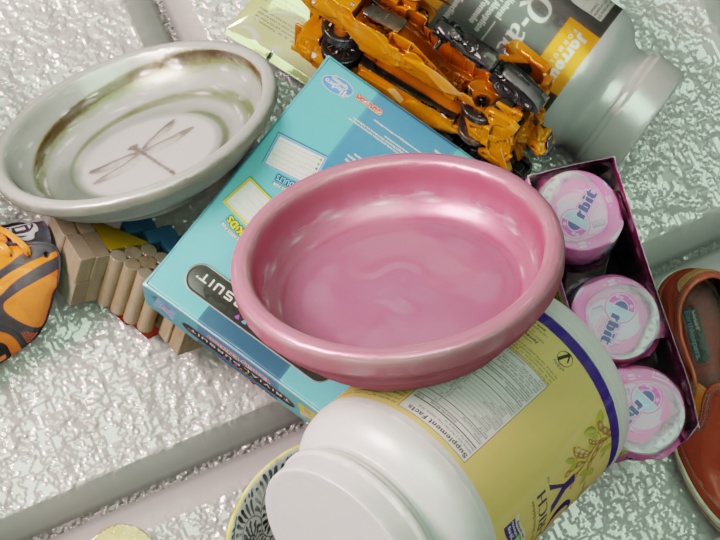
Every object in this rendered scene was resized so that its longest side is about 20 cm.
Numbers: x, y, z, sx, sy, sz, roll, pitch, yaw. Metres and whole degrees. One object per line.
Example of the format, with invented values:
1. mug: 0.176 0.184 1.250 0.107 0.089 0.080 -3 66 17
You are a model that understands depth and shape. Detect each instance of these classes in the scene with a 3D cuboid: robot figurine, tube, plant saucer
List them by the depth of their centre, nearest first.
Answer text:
1. plant saucer: 0.024 0.005 1.137 0.200 0.051 0.201 -5 38 4
2. robot figurine: 0.045 -0.137 1.248 0.200 0.145 0.058 31 68 12
3. plant saucer: -0.145 -0.083 1.270 0.200 0.200 0.050 -28 125 -12
4. tube: -0.016 -0.231 1.364 0.058 0.052 0.200 20 74 42

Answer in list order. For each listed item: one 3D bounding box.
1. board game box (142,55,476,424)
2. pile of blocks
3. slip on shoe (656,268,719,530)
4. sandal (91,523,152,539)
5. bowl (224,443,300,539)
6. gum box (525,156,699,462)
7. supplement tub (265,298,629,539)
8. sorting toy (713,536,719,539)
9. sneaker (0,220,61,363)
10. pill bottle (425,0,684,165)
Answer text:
1. board game box: -0.021 -0.017 1.232 0.151 0.047 0.200 36 74 8
2. pile of blocks: -0.122 0.019 1.286 0.200 0.062 0.082 27 42 3
3. slip on shoe: 0.250 0.093 1.298 0.074 0.061 0.201 -11 79 -12
4. sandal: -0.179 0.262 1.208 0.077 0.070 0.212 16 75 -3
5. bowl: -0.001 0.214 1.216 0.200 0.094 0.201 9 56 -14
6. gum box: 0.159 0.038 1.280 0.066 0.114 0.201 -14 78 -10
7. supplement tub: 0.054 0.114 1.152 0.145 0.145 0.200 48 57 6
8. sorting toy: 0.296 0.260 1.241 0.199 0.107 0.181 -3 79 -8
9. sneaker: -0.266 -0.029 1.247 0.112 0.078 0.201 -24 118 -20
10. pill bottle: 0.119 -0.158 1.324 0.200 0.116 0.116 36 75 3
